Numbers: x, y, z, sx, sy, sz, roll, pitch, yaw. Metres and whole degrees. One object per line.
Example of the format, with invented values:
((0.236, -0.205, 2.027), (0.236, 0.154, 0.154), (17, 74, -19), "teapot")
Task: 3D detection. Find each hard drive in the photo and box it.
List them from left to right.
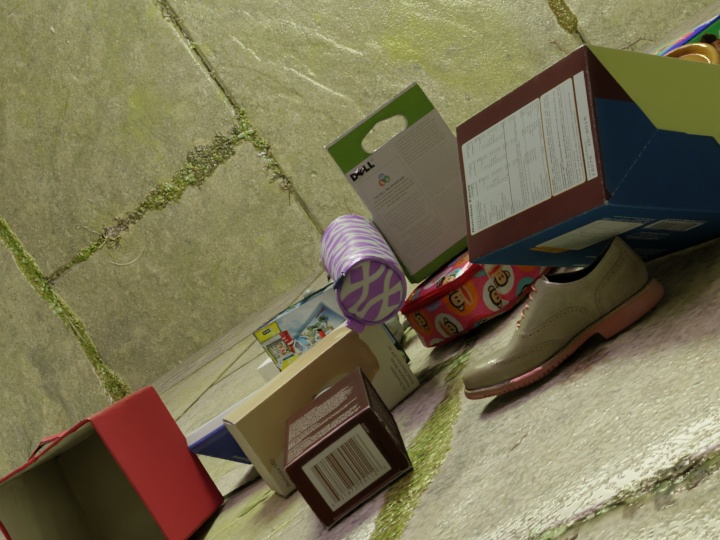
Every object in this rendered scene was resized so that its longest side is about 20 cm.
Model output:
((-0.100, 0.177, 1.335), (0.199, 0.026, 0.131), (-34, -31, 20), "hard drive")

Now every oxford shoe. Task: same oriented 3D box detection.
((0.165, 0.043, 0.954), (0.199, 0.074, 0.071), (-34, 6, 14), "oxford shoe")

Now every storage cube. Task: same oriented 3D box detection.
((-0.293, 0.268, 1.262), (0.170, 0.201, 0.180), (-34, -1, 13), "storage cube")

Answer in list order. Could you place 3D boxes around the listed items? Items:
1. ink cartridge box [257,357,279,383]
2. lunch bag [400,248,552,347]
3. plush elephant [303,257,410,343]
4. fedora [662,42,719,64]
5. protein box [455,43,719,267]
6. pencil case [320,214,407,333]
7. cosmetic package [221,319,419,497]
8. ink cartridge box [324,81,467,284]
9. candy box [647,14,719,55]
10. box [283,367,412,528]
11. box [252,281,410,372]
((-0.055, 0.117, 1.681), (0.199, 0.068, 0.117), (-31, 7, 40), "ink cartridge box")
((0.146, 0.012, 1.328), (0.199, 0.082, 0.176), (-38, 2, -33), "lunch bag")
((-0.009, 0.049, 1.513), (0.200, 0.156, 0.164), (-40, 7, -32), "plush elephant")
((0.369, -0.188, 1.198), (0.199, 0.082, 0.202), (-25, 40, 24), "fedora")
((0.222, -0.090, 0.970), (0.196, 0.137, 0.199), (2, -13, -28), "protein box")
((0.000, 0.000, 1.223), (0.200, 0.083, 0.087), (-108, 38, -71), "pencil case")
((-0.044, 0.147, 1.203), (0.199, 0.106, 0.071), (-39, 8, -17), "cosmetic package")
((0.068, -0.107, 1.340), (0.147, 0.201, 0.076), (-35, 1, -3), "ink cartridge box")
((0.377, -0.232, 1.412), (0.199, 0.077, 0.169), (-38, 6, -23), "candy box")
((-0.017, 0.166, 1.049), (0.100, 0.075, 0.200), (-36, 7, 1), "box")
((-0.042, 0.099, 1.404), (0.199, 0.137, 0.038), (-29, 10, 49), "box")
